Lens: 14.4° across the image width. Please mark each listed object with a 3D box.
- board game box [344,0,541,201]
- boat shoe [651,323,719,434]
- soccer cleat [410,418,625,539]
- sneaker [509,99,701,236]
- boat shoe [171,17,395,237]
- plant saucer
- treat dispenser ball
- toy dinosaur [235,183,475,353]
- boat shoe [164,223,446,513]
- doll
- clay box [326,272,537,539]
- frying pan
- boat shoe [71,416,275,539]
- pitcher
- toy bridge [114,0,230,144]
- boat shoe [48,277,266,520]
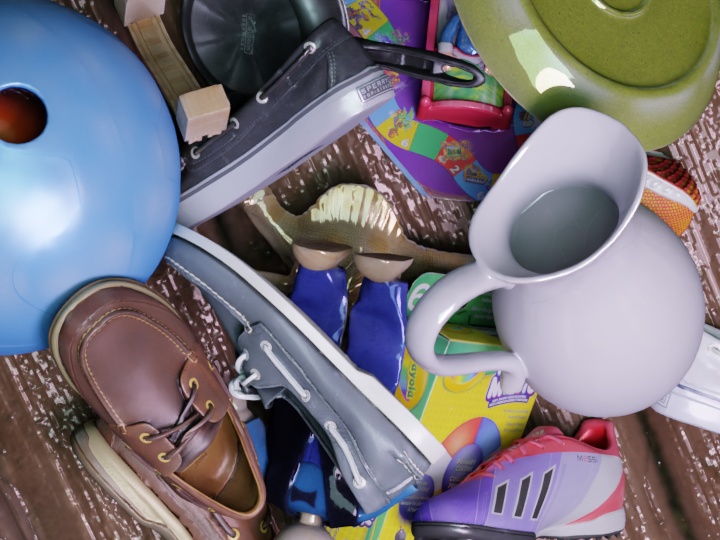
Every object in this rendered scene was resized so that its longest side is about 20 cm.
[{"bbox_3d":[0.059,-0.139,1.639,0.158,0.039,0.200,-38,79,-12],"label":"board game box"},{"bbox_3d":[0.280,0.083,1.762,0.200,0.074,0.067,16,102,-13],"label":"boat shoe"},{"bbox_3d":[0.095,0.129,1.700,0.200,0.068,0.073,0,92,-54],"label":"soccer cleat"},{"bbox_3d":[0.108,-0.065,1.700,0.200,0.073,0.077,32,110,-11],"label":"sneaker"},{"bbox_3d":[-0.063,-0.077,1.619,0.200,0.069,0.057,-32,89,36],"label":"boat shoe"},{"bbox_3d":[0.138,-0.166,1.638,0.200,0.031,0.200,15,61,-29],"label":"plant saucer"},{"bbox_3d":[-0.200,-0.053,1.575,0.201,0.201,0.201,-2,103,-10],"label":"treat dispenser ball"},{"bbox_3d":[0.000,0.000,1.700,0.200,0.058,0.101,15,98,-14],"label":"toy dinosaur"},{"bbox_3d":[-0.044,0.054,1.590,0.200,0.073,0.062,42,89,7],"label":"boat shoe"},{"bbox_3d":[-0.022,0.085,1.654,0.136,0.048,0.200,10,97,22],"label":"doll"},{"bbox_3d":[0.046,0.104,1.707,0.115,0.048,0.200,6,107,-53],"label":"clay box"},{"bbox_3d":[-0.030,-0.119,1.632,0.190,0.031,0.115,38,124,15],"label":"frying pan"},{"bbox_3d":[-0.082,0.147,1.704,0.068,0.072,0.200,-44,104,2],"label":"boat shoe"},{"bbox_3d":[0.110,0.021,1.622,0.172,0.121,0.200,-40,149,-5],"label":"pitcher"},{"bbox_3d":[-0.125,-0.161,1.611,0.027,0.067,0.200,-20,73,-14],"label":"toy bridge"},{"bbox_3d":[-0.103,0.074,1.571,0.072,0.068,0.200,-42,141,-7],"label":"boat shoe"}]
